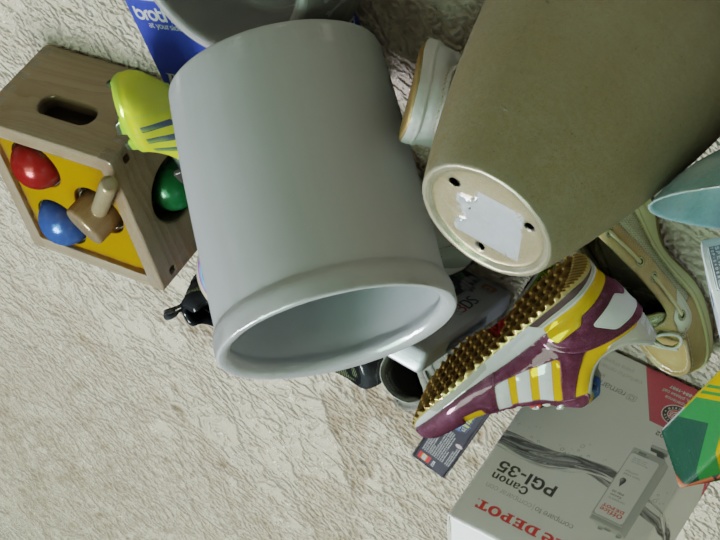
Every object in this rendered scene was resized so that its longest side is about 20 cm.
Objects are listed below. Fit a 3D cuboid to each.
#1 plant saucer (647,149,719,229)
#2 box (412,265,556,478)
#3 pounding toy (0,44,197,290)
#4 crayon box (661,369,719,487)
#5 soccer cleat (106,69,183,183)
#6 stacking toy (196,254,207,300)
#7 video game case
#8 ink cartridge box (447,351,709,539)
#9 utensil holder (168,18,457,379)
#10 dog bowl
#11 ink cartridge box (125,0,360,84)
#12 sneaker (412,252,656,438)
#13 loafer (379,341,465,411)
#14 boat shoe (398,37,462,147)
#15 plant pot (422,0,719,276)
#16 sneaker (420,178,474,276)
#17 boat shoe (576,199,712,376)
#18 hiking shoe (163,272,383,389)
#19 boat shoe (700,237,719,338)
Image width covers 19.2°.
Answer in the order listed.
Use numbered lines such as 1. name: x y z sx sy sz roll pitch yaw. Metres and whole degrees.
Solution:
1. plant saucer: 0.279 -0.054 1.321 0.199 0.039 0.201 3 173 0
2. box: 0.106 0.081 1.700 0.035 0.110 0.200 35 151 5
3. pounding toy: -0.218 -0.079 1.805 0.199 0.142 0.185 19 146 31
4. crayon box: 0.303 0.085 1.472 0.200 0.126 0.051 117 141 -60
5. soccer cleat: -0.132 -0.116 1.686 0.083 0.065 0.200 -16 157 18
6. stacking toy: -0.099 -0.005 1.757 0.085 0.086 0.200 38 178 1
7. video game case: 0.000 0.000 1.659 0.199 0.182 0.023 29 113 16
8. ink cartridge box: 0.177 0.169 1.650 0.146 0.200 0.083 25 148 21
9. utensil holder: -0.039 -0.048 1.469 0.170 0.169 0.202 129 130 -61
10. dog bowl: -0.088 -0.238 1.483 0.199 0.059 0.201 25 135 28
11. ink cartridge box: -0.082 -0.175 1.621 0.199 0.044 0.094 12 140 39
12. sneaker: 0.122 0.078 1.541 0.090 0.075 0.200 41 125 -11
13. loafer: 0.046 0.079 1.779 0.070 0.069 0.200 61 163 14
14. boat shoe: 0.071 -0.115 1.450 0.069 0.071 0.200 18 -171 8
15. plant pot: 0.130 -0.097 1.337 0.186 0.200 0.188 27 149 18
16. sneaker: 0.009 -0.067 1.646 0.199 0.076 0.092 26 142 16
17. boat shoe: 0.196 0.009 1.548 0.073 0.063 0.201 10 139 40
18. hiking shoe: -0.074 0.064 1.883 0.199 0.101 0.076 30 153 17
19. boat shoe: 0.269 0.011 1.437 0.067 0.072 0.200 -13 165 9
